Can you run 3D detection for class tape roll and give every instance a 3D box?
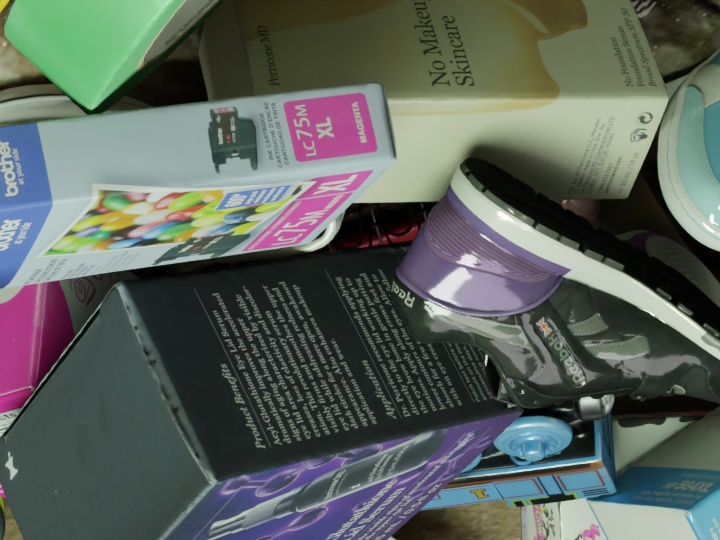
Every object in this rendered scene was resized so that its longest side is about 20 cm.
[{"bbox_3d":[-0.052,-0.147,0.796,0.048,0.201,0.200,42,125,-4],"label":"tape roll"}]

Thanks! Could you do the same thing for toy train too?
[{"bbox_3d":[0.055,0.094,1.212,0.198,0.087,0.114,-10,149,14],"label":"toy train"}]

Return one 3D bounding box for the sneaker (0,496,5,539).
[{"bbox_3d":[-0.275,0.129,1.169,0.074,0.081,0.200,-30,141,21],"label":"sneaker"}]

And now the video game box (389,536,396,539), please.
[{"bbox_3d":[-0.036,0.212,1.341,0.181,0.047,0.200,-12,148,30],"label":"video game box"}]

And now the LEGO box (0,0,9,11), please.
[{"bbox_3d":[-0.202,-0.129,0.798,0.077,0.150,0.200,17,134,-35],"label":"LEGO box"}]

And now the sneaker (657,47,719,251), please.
[{"bbox_3d":[0.207,-0.108,0.933,0.079,0.201,0.131,31,147,0],"label":"sneaker"}]

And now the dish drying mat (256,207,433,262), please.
[{"bbox_3d":[0.010,0.000,1.150,0.198,0.018,0.077,-17,143,3],"label":"dish drying mat"}]

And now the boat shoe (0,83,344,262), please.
[{"bbox_3d":[-0.104,-0.044,0.974,0.198,0.065,0.074,4,103,-2],"label":"boat shoe"}]

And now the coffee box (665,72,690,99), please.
[{"bbox_3d":[0.297,-0.011,1.077,0.198,0.199,0.200,-23,142,9],"label":"coffee box"}]

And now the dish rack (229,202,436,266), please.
[{"bbox_3d":[0.000,0.000,1.091,0.152,0.055,0.201,-16,131,3],"label":"dish rack"}]

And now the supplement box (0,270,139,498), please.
[{"bbox_3d":[-0.145,0.068,1.102,0.103,0.102,0.200,-16,145,26],"label":"supplement box"}]

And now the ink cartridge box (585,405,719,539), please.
[{"bbox_3d":[0.264,0.139,1.227,0.199,0.129,0.125,-32,-172,-20],"label":"ink cartridge box"}]

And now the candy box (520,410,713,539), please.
[{"bbox_3d":[0.203,0.175,1.312,0.198,0.170,0.071,-1,177,-17],"label":"candy box"}]

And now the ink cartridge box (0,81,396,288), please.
[{"bbox_3d":[-0.097,-0.030,0.830,0.198,0.042,0.119,-6,166,-21],"label":"ink cartridge box"}]

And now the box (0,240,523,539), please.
[{"bbox_3d":[-0.049,0.075,0.979,0.199,0.105,0.148,-10,153,-41],"label":"box"}]

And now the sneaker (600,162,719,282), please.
[{"bbox_3d":[0.161,0.017,1.177,0.089,0.068,0.200,-30,144,13],"label":"sneaker"}]

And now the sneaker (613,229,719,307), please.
[{"bbox_3d":[0.115,0.024,1.073,0.198,0.075,0.100,19,127,-22],"label":"sneaker"}]

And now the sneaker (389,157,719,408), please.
[{"bbox_3d":[0.101,0.029,0.968,0.199,0.076,0.088,29,106,-23],"label":"sneaker"}]

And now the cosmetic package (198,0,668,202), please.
[{"bbox_3d":[0.031,-0.091,0.966,0.198,0.106,0.071,-2,140,-17],"label":"cosmetic package"}]
